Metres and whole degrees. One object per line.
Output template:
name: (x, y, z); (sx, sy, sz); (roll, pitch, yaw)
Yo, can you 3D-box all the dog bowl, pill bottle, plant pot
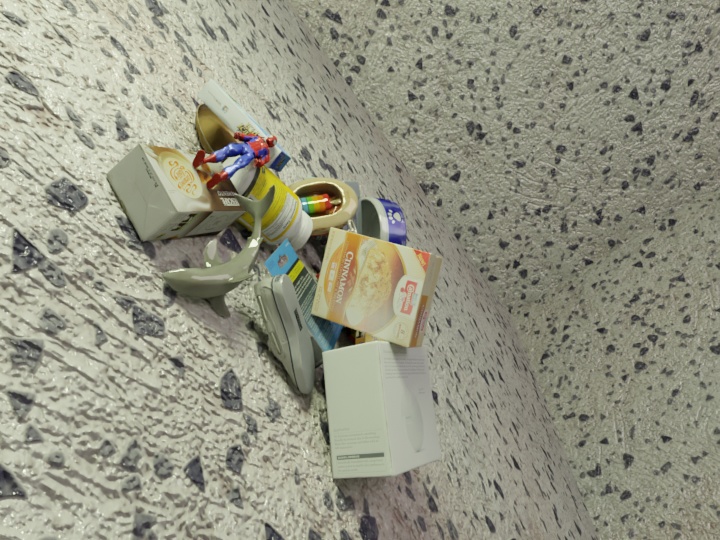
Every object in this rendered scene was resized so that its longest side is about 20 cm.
dog bowl: (0.037, -0.081, 1.441); (0.076, 0.202, 0.205); (1, 50, -27)
pill bottle: (-0.182, -0.124, 1.079); (0.199, 0.111, 0.115); (42, 24, -42)
plant pot: (-0.275, -0.254, 1.176); (0.201, 0.027, 0.202); (50, 19, -24)

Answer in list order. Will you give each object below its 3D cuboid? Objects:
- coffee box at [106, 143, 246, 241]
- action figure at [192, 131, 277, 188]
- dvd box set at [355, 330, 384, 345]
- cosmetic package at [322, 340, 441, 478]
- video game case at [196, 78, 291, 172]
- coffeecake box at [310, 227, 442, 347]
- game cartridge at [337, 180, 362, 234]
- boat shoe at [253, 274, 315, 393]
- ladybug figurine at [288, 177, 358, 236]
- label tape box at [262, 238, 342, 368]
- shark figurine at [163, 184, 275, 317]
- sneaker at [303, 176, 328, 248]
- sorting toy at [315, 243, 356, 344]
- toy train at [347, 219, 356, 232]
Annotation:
coffee box: (-0.275, -0.118, 0.874); (0.117, 0.079, 0.199); (59, 18, 5)
action figure: (-0.193, -0.194, 0.934); (0.066, 0.051, 0.200); (50, 32, -5)
dvd box set: (0.034, 0.215, 1.128); (0.145, 0.029, 0.207); (35, 51, -49)
cosmetic package: (0.039, 0.236, 0.976); (0.197, 0.119, 0.208); (17, 65, -58)
video game case: (-0.221, -0.278, 1.112); (0.181, 0.046, 0.200); (44, 4, -7)
coffeecake box: (0.027, 0.028, 0.974); (0.194, 0.159, 0.073); (15, 2, 26)
game cartridge: (-0.032, -0.112, 1.365); (0.132, 0.040, 0.208); (-14, 104, -65)
boat shoe: (-0.126, 0.110, 0.930); (0.072, 0.063, 0.206); (-64, 142, -66)
ladybug figurine: (-0.101, -0.134, 1.246); (0.073, 0.192, 0.140); (105, -26, -61)
label tape box: (-0.119, 0.062, 1.029); (0.203, 0.062, 0.145); (55, 19, -11)
shark figurine: (-0.178, -0.017, 0.849); (0.216, 0.088, 0.130); (-54, 126, -32)
sneaker: (-0.122, -0.160, 1.352); (0.139, 0.077, 0.205); (28, 35, -58)
sorting toy: (-0.024, 0.073, 1.253); (0.199, 0.068, 0.204); (45, 23, -37)
toy train: (0.000, 0.000, 1.229); (0.203, 0.054, 0.152); (58, 18, -30)
